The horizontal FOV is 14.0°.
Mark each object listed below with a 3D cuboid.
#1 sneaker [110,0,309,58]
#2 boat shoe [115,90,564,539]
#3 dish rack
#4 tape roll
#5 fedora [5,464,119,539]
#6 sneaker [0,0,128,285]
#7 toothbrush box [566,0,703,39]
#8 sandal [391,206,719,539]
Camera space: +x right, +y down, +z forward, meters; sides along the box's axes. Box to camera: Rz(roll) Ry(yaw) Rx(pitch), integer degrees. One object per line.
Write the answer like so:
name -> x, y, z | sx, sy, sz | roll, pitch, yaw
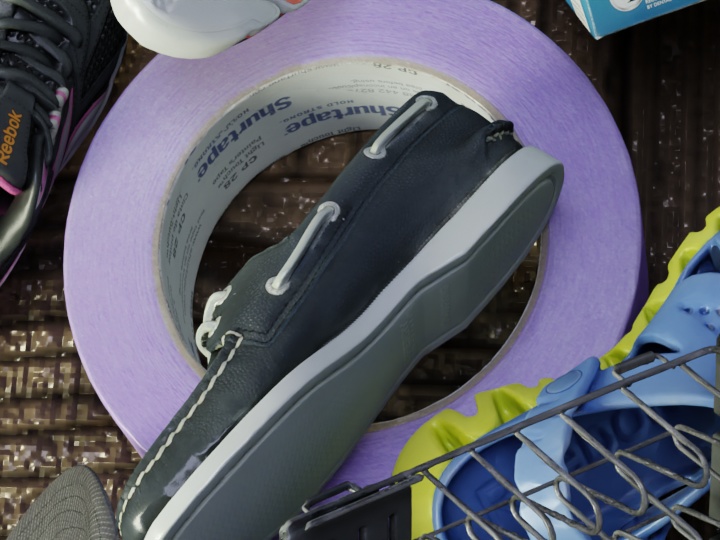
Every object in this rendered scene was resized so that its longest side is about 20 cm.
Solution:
sneaker -> -0.046, -0.129, 1.047 | 0.077, 0.082, 0.200 | 38, 43, -10
boat shoe -> -0.016, 0.020, 0.940 | 0.060, 0.076, 0.200 | 35, 57, 19
dish rack -> 0.058, 0.107, 0.839 | 0.199, 0.154, 0.054 | -19, 31, -31
tape roll -> 0.000, 0.000, 1.025 | 0.199, 0.066, 0.201 | -2, 71, 7
fedora -> -0.086, 0.172, 0.945 | 0.090, 0.177, 0.201 | 24, 50, -16
sneaker -> -0.128, -0.048, 1.038 | 0.080, 0.086, 0.201 | 24, 80, -19
toothbrush box -> 0.075, -0.199, 0.994 | 0.085, 0.146, 0.201 | -20, 109, 0
sandal -> 0.107, 0.042, 0.928 | 0.200, 0.087, 0.080 | -38, 105, -7
